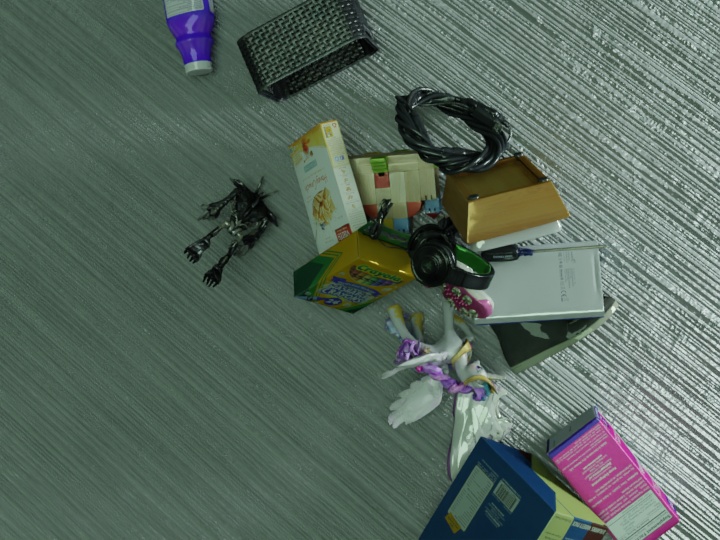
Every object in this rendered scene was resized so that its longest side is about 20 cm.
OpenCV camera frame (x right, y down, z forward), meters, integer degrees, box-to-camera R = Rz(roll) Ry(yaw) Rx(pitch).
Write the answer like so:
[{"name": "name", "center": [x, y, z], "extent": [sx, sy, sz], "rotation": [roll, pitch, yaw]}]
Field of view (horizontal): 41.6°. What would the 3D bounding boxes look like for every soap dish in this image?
[{"name": "soap dish", "center": [0.212, -0.108, 1.438], "extent": [0.155, 0.200, 0.082], "rotation": [-14, 111, -1]}]

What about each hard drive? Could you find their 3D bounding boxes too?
[{"name": "hard drive", "center": [0.278, 0.019, 1.497], "extent": [0.197, 0.025, 0.133], "rotation": [-4, 56, 13]}]

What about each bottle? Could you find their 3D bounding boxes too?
[{"name": "bottle", "center": [-0.291, -0.439, 1.623], "extent": [0.082, 0.065, 0.203], "rotation": [-10, 90, 14]}]

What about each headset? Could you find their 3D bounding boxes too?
[{"name": "headset", "center": [0.109, -0.036, 1.401], "extent": [0.197, 0.124, 0.095], "rotation": [18, 110, -8]}]

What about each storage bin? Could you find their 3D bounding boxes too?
[{"name": "storage bin", "center": [-0.084, -0.365, 1.541], "extent": [0.198, 0.135, 0.095], "rotation": [-26, 87, 12]}]

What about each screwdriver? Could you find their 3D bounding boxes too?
[{"name": "screwdriver", "center": [0.288, -0.027, 1.494], "extent": [0.197, 0.028, 0.030], "rotation": [1, 87, 15]}]

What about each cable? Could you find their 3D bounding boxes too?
[{"name": "cable", "center": [0.134, -0.220, 1.494], "extent": [0.198, 0.164, 0.051], "rotation": [29, 143, 11]}]

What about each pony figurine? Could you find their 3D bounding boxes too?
[{"name": "pony figurine", "center": [0.111, 0.138, 1.500], "extent": [0.190, 0.168, 0.202], "rotation": [-18, 53, -5]}]

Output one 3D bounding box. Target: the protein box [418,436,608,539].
[{"name": "protein box", "center": [0.228, 0.404, 1.453], "extent": [0.202, 0.134, 0.198], "rotation": [-60, 37, 9]}]

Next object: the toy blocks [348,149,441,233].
[{"name": "toy blocks", "center": [0.055, -0.122, 1.552], "extent": [0.197, 0.100, 0.139], "rotation": [-3, 103, 13]}]

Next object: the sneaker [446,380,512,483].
[{"name": "sneaker", "center": [0.193, 0.278, 1.535], "extent": [0.098, 0.075, 0.203], "rotation": [6, 94, 14]}]

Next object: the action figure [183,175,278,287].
[{"name": "action figure", "center": [-0.219, -0.073, 1.595], "extent": [0.119, 0.201, 0.101], "rotation": [48, 141, -18]}]

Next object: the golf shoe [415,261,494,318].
[{"name": "golf shoe", "center": [0.150, 0.002, 1.498], "extent": [0.091, 0.076, 0.200], "rotation": [-37, 47, -17]}]

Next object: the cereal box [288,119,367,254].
[{"name": "cereal box", "center": [-0.052, -0.128, 1.547], "extent": [0.039, 0.144, 0.203], "rotation": [-15, 87, -27]}]

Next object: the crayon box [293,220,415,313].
[{"name": "crayon box", "center": [0.000, 0.000, 1.498], "extent": [0.199, 0.125, 0.052], "rotation": [-32, 52, 42]}]

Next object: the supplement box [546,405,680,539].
[{"name": "supplement box", "center": [0.391, 0.327, 1.479], "extent": [0.103, 0.101, 0.201], "rotation": [-38, 85, 11]}]

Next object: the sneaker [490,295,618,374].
[{"name": "sneaker", "center": [0.302, 0.072, 1.503], "extent": [0.199, 0.075, 0.107], "rotation": [-32, 85, 13]}]

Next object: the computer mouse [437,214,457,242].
[{"name": "computer mouse", "center": [0.220, -0.065, 1.512], "extent": [0.197, 0.110, 0.045], "rotation": [-6, 111, 5]}]
